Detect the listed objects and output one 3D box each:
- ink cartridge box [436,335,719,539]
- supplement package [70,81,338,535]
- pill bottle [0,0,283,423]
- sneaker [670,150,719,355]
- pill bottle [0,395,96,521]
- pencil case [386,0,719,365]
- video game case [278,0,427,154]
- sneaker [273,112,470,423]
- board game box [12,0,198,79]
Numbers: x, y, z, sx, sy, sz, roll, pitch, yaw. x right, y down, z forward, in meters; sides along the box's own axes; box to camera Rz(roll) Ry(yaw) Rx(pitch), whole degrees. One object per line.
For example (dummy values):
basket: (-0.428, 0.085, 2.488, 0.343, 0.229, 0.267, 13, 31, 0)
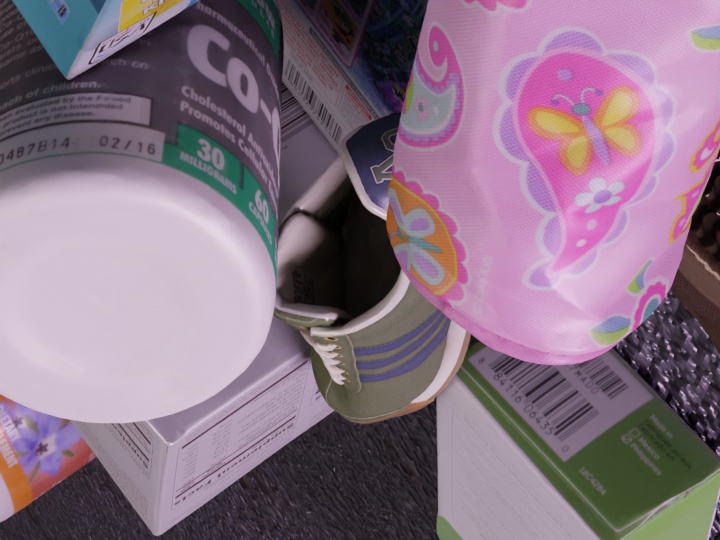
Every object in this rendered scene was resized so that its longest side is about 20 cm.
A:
ink cartridge box: (0.083, 0.107, 0.894, 0.104, 0.059, 0.201, 48, 159, 28)
supplement package: (-0.082, -0.022, 0.939, 0.200, 0.155, 0.111, 50, 158, 16)
pill bottle: (-0.083, -0.056, 0.759, 0.201, 0.112, 0.114, -91, -10, -45)
sneaker: (0.153, 0.037, 0.635, 0.201, 0.070, 0.076, 58, 178, 11)
pill bottle: (-0.128, 0.022, 1.053, 0.112, 0.199, 0.112, 46, 159, 24)
pencil case: (0.062, -0.073, 0.549, 0.087, 0.087, 0.201, 43, 139, 32)
video game case: (-0.025, -0.134, 0.827, 0.200, 0.024, 0.182, 53, 160, 11)
sneaker: (0.000, 0.000, 0.772, 0.067, 0.089, 0.200, 65, 149, 20)
board game box: (-0.019, -0.135, 0.613, 0.047, 0.151, 0.200, 55, 161, 0)
